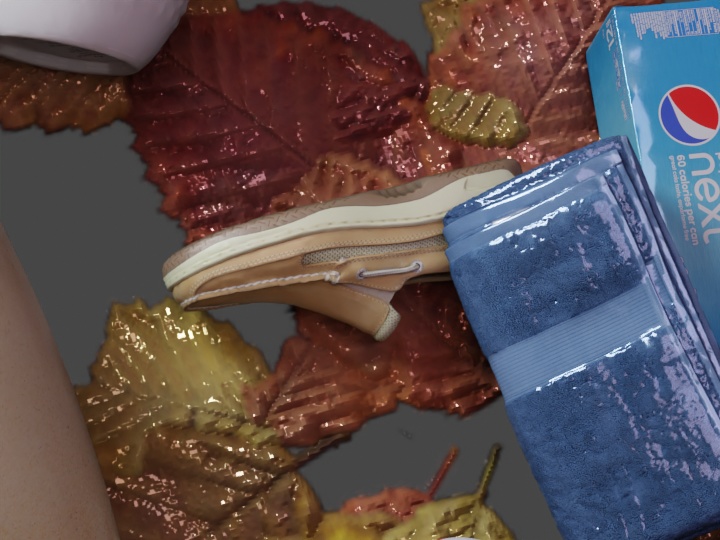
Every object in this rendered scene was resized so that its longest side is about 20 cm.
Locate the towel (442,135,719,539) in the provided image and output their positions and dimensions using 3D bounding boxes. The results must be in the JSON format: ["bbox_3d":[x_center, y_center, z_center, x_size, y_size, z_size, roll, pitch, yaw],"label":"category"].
[{"bbox_3d":[0.120,0.044,1.168,0.111,0.049,0.201,-24,83,12],"label":"towel"}]

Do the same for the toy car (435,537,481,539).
[{"bbox_3d":[0.051,0.202,1.090,0.183,0.200,0.178,9,73,-5],"label":"toy car"}]

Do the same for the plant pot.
[{"bbox_3d":[-0.202,0.096,1.113,0.187,0.187,0.200,-34,95,-15],"label":"plant pot"}]

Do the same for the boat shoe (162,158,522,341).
[{"bbox_3d":[0.000,0.000,1.214,0.199,0.072,0.076,-15,88,-12],"label":"boat shoe"}]

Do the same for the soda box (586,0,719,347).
[{"bbox_3d":[0.171,-0.038,1.245,0.064,0.068,0.201,-5,75,-10],"label":"soda box"}]

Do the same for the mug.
[{"bbox_3d":[-0.165,-0.198,1.219,0.199,0.148,0.176,6,83,25],"label":"mug"}]
